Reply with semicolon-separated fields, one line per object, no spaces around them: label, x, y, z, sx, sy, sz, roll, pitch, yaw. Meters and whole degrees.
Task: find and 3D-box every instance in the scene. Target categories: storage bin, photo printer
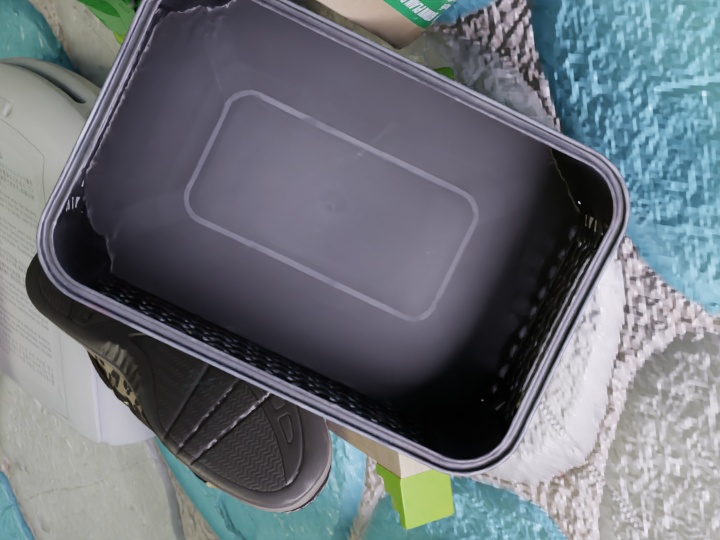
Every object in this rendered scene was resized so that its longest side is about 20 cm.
storage bin;-0.011;-0.022;0.779;0.094;0.200;0.135;-96;32;-84
photo printer;-0.170;-0.020;1.137;0.166;0.069;0.200;29;130;47

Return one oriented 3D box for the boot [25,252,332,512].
boot;-0.073;0.069;1.001;0.200;0.073;0.151;35;168;29

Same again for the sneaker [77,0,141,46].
sneaker;-0.090;-0.131;0.897;0.074;0.200;0.084;-34;80;13

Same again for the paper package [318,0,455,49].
paper package;-0.022;-0.195;0.717;0.103;0.200;0.191;-34;75;14

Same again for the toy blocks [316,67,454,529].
toy blocks;0.000;0.000;0.914;0.137;0.100;0.200;25;127;60
